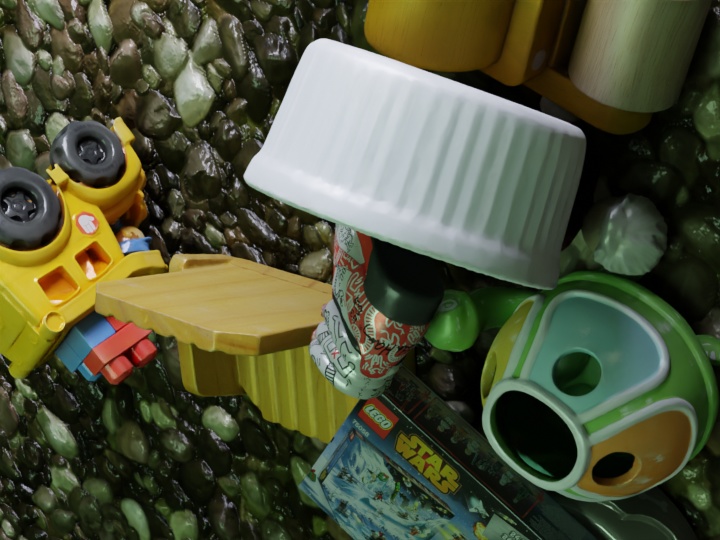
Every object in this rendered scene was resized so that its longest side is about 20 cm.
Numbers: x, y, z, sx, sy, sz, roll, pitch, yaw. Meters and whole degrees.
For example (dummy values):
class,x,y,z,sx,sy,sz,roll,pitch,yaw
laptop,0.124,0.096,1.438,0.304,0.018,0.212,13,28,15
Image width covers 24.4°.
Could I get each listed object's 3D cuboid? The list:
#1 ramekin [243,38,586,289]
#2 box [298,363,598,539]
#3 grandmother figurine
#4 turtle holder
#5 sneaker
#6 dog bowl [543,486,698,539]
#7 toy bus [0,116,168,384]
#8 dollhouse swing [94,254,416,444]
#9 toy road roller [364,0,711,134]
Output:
class,x,y,z,sx,sy,sz,roll,pitch,yaw
ramekin,0.039,-0.067,1.000,0.200,0.200,0.098,23,97,34
box,0.062,0.175,1.177,0.200,0.040,0.137,42,134,9
grandmother figurine,0.114,-0.059,1.097,0.200,0.061,0.121,32,122,25
turtle holder,0.137,0.065,1.082,0.186,0.132,0.141,56,138,6
sneaker,-0.001,0.000,1.146,0.108,0.067,0.201,-61,24,29
dog bowl,0.162,0.219,1.193,0.200,0.059,0.200,22,125,35
toy bus,-0.228,-0.002,1.358,0.192,0.200,0.136,47,141,2
dollhouse swing,-0.088,0.082,1.275,0.200,0.176,0.182,16,121,37
toy road roller,0.094,-0.163,0.994,0.200,0.146,0.123,34,131,27
